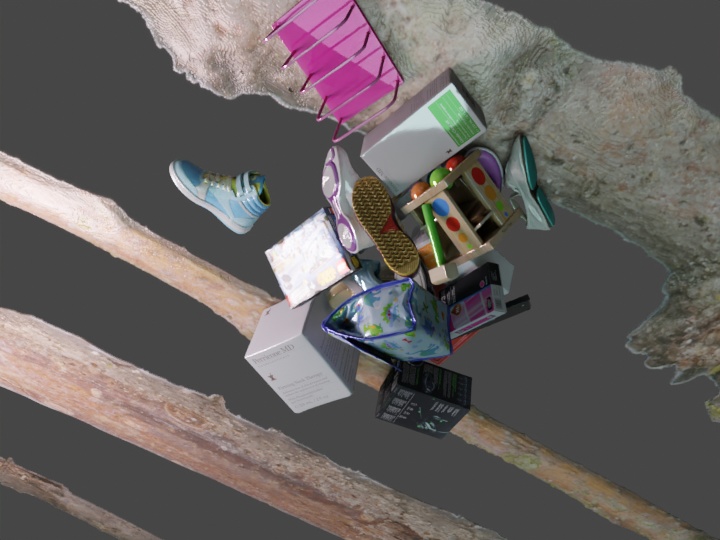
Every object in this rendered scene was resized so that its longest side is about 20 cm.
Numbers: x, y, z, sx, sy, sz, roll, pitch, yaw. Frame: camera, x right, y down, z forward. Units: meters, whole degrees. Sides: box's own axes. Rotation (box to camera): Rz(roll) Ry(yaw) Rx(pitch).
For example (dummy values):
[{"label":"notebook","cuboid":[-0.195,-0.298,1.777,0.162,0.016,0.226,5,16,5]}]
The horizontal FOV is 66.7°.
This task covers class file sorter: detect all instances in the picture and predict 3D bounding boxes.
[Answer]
[{"label":"file sorter","cuboid":[-0.042,-0.333,0.879,0.138,0.126,0.201,-26,119,25]}]

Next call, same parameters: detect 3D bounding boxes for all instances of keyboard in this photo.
[{"label":"keyboard","cuboid":[0.259,0.094,1.147,0.198,0.021,0.127,-24,154,11]}]

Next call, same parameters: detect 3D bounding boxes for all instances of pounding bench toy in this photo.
[{"label":"pounding bench toy","cuboid":[0.150,-0.091,0.935,0.157,0.200,0.124,52,142,-7]}]

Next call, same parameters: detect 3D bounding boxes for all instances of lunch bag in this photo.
[{"label":"lunch bag","cuboid":[0.051,0.110,1.031,0.198,0.129,0.170,-14,150,29]}]

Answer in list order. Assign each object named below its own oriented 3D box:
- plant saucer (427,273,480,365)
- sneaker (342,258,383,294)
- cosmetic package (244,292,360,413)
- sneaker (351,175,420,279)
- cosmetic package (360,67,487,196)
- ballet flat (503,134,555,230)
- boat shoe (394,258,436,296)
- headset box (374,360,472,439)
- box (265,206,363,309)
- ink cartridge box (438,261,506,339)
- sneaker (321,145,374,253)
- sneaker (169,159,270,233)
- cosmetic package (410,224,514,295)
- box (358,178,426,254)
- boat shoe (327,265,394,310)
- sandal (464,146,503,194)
[{"label":"plant saucer","cuboid":[0.165,0.126,1.243,0.198,0.037,0.200,32,125,-14]},{"label":"sneaker","cuboid":[0.000,0.000,1.133,0.082,0.074,0.200,-46,76,4]},{"label":"cosmetic package","cuboid":[-0.123,0.181,1.247,0.166,0.167,0.201,-24,119,24]},{"label":"sneaker","cuboid":[0.044,-0.073,0.990,0.074,0.202,0.090,-26,165,3]},{"label":"cosmetic package","cuboid":[0.107,-0.238,0.953,0.199,0.085,0.107,-35,116,28]},{"label":"ballet flat","cuboid":[0.299,-0.151,1.005,0.069,0.070,0.201,-19,123,21]},{"label":"boat shoe","cuboid":[0.117,0.038,1.118,0.075,0.060,0.202,24,141,28]},{"label":"headset box","cuboid":[0.158,0.311,1.329,0.197,0.094,0.175,19,137,-4]},{"label":"box","cuboid":[-0.099,-0.022,1.111,0.199,0.040,0.138,-30,82,38]},{"label":"ink cartridge box","cuboid":[0.199,0.067,1.057,0.037,0.096,0.200,9,153,-25]},{"label":"sneaker","cuboid":[-0.012,-0.138,1.040,0.075,0.099,0.203,-10,96,59]},{"label":"sneaker","cuboid":[-0.259,-0.172,1.064,0.130,0.080,0.199,-33,125,30]},{"label":"cosmetic package","cuboid":[0.199,-0.022,1.089,0.199,0.072,0.101,36,143,-19]},{"label":"box","cuboid":[0.056,-0.108,1.084,0.041,0.039,0.199,40,122,-18]},{"label":"boat shoe","cuboid":[0.010,0.048,1.187,0.198,0.070,0.074,-23,120,23]},{"label":"sandal","cuboid":[0.229,-0.132,1.032,0.081,0.050,0.205,-1,127,9]}]
